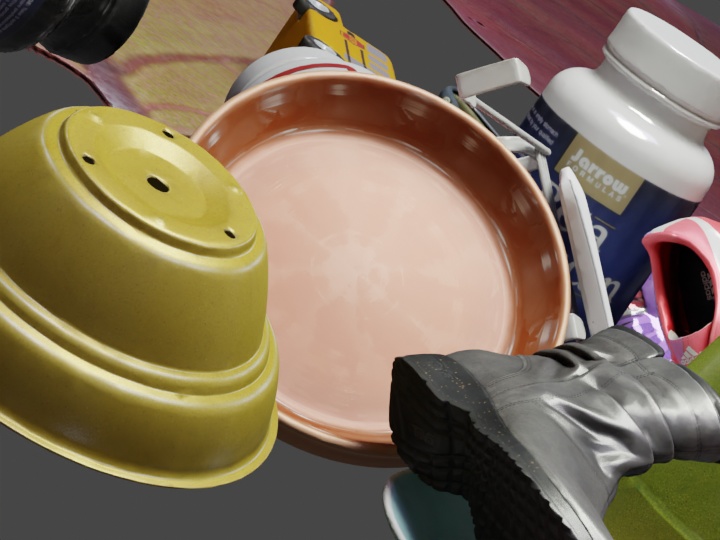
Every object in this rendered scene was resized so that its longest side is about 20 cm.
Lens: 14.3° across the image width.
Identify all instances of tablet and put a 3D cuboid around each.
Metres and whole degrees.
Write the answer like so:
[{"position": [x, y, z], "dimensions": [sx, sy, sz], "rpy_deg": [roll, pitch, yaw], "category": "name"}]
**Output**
[{"position": [0.122, 0.013, 1.496], "dimensions": [0.200, 0.014, 0.131], "rpy_deg": [-44, 122, -84], "category": "tablet"}]

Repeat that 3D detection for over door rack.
[{"position": [0.076, -0.013, 1.498], "dimensions": [0.200, 0.066, 0.148], "rpy_deg": [57, 20, -77], "category": "over door rack"}]

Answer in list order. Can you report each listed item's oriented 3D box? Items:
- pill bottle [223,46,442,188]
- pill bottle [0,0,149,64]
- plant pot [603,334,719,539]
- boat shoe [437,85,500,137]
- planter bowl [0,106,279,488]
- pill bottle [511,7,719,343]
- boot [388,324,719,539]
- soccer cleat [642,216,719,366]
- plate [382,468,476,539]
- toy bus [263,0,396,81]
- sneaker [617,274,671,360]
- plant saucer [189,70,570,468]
[{"position": [-0.014, -0.042, 1.497], "dimensions": [0.112, 0.112, 0.200], "rpy_deg": [27, 16, -24], "category": "pill bottle"}, {"position": [-0.210, -0.182, 1.525], "dimensions": [0.200, 0.112, 0.112], "rpy_deg": [23, 18, -39], "category": "pill bottle"}, {"position": [0.238, 0.091, 1.449], "dimensions": [0.200, 0.193, 0.200], "rpy_deg": [31, 15, -9], "category": "plant pot"}, {"position": [0.102, -0.047, 1.869], "dimensions": [0.075, 0.062, 0.200], "rpy_deg": [21, 19, -46], "category": "boat shoe"}, {"position": [-0.101, -0.008, 1.186], "dimensions": [0.200, 0.084, 0.201], "rpy_deg": [28, 26, -15], "category": "planter bowl"}, {"position": [0.132, -0.045, 1.647], "dimensions": [0.111, 0.200, 0.111], "rpy_deg": [31, 14, -9], "category": "pill bottle"}, {"position": [0.106, 0.082, 1.231], "dimensions": [0.131, 0.070, 0.200], "rpy_deg": [-8, 36, -22], "category": "boot"}, {"position": [0.202, 0.067, 1.587], "dimensions": [0.076, 0.067, 0.201], "rpy_deg": [3, 70, -50], "category": "soccer cleat"}, {"position": [0.088, 0.156, 1.251], "dimensions": [0.200, 0.026, 0.200], "rpy_deg": [32, 15, -9], "category": "plate"}, {"position": [-0.020, -0.111, 1.801], "dimensions": [0.078, 0.065, 0.200], "rpy_deg": [31, 15, -13], "category": "toy bus"}, {"position": [0.173, 0.021, 1.729], "dimensions": [0.081, 0.083, 0.200], "rpy_deg": [7, 43, -54], "category": "sneaker"}, {"position": [0.000, 0.000, 1.340], "dimensions": [0.199, 0.032, 0.201], "rpy_deg": [9, 60, -16], "category": "plant saucer"}]
